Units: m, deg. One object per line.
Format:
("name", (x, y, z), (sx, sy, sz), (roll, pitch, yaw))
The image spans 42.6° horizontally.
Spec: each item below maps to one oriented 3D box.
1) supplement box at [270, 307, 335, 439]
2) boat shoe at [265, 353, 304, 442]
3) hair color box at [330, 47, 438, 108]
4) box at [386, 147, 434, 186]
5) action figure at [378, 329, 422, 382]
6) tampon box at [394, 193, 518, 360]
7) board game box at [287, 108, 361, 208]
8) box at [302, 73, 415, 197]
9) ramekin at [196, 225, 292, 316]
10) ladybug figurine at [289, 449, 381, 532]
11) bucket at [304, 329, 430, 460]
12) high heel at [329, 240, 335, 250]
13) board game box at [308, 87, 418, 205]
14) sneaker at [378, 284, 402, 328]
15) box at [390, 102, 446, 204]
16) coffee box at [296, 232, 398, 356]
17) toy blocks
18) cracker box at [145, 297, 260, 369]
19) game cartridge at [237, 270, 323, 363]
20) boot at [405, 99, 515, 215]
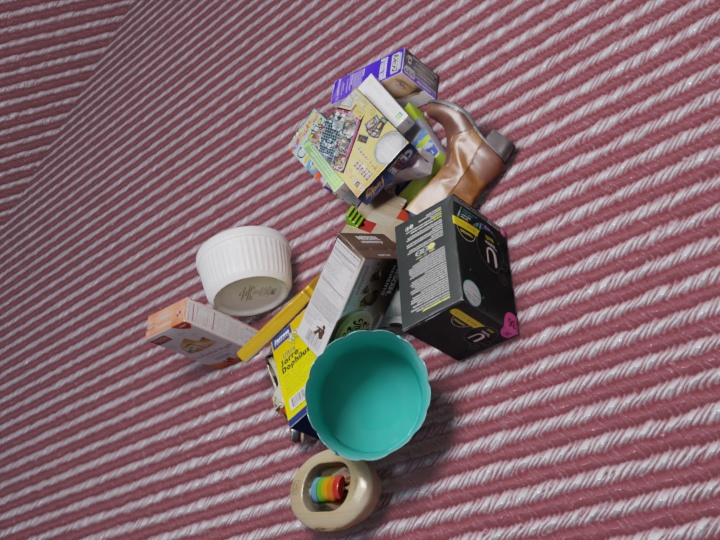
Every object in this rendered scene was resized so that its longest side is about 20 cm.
("supplement box", (-0.074, 0.189, 1.663), (0.109, 0.108, 0.201), (-42, 42, 22))
("boat shoe", (-0.138, 0.235, 1.724), (0.072, 0.062, 0.202), (104, 161, -45))
("hair color box", (0.048, -0.363, 1.863), (0.198, 0.109, 0.066), (-17, 55, 42))
("box", (0.052, -0.185, 1.731), (0.199, 0.041, 0.039), (-11, 60, 47))
("action figure", (0.028, 0.138, 1.633), (0.199, 0.051, 0.066), (25, 92, 54))
("tampon box", (0.153, 0.013, 1.485), (0.125, 0.149, 0.202), (-29, 49, 34))
("board game box", (-0.052, -0.231, 1.897), (0.103, 0.104, 0.200), (-52, 39, 10))
("box", (-0.006, -0.257, 1.759), (0.200, 0.036, 0.145), (-44, 53, 11))
("ramekin", (-0.231, 0.009, 1.885), (0.199, 0.199, 0.106), (-34, 55, 29))
("ladybug figurine", (-0.038, 0.370, 1.544), (0.198, 0.072, 0.138), (-12, 60, 43))
("bucket", (0.012, 0.200, 1.473), (0.204, 0.135, 0.211), (0, 78, 2))
("high heel", (0.000, 0.000, 1.731), (0.198, 0.067, 0.097), (17, 70, 38))
("board game box", (0.001, -0.229, 1.688), (0.136, 0.035, 0.201), (-45, 49, 9))
("sneaker", (0.059, 0.057, 1.607), (0.198, 0.073, 0.081), (-5, 103, 40))
("box", (0.099, -0.216, 1.766), (0.122, 0.047, 0.201), (-46, 40, 20))
("coffee box", (-0.013, 0.043, 1.553), (0.080, 0.112, 0.202), (42, 119, 37))
("toy blocks", (0.047, -0.062, 1.661), (0.135, 0.101, 0.201), (20, 56, 20))
("cracker box", (-0.322, 0.133, 1.900), (0.133, 0.199, 0.058), (-24, 51, 37))
("game cartridge", (-0.139, 0.080, 1.782), (0.200, 0.032, 0.176), (-45, 1, 20))
("boot", (0.145, -0.181, 1.627), (0.187, 0.068, 0.201), (37, 90, 11))
